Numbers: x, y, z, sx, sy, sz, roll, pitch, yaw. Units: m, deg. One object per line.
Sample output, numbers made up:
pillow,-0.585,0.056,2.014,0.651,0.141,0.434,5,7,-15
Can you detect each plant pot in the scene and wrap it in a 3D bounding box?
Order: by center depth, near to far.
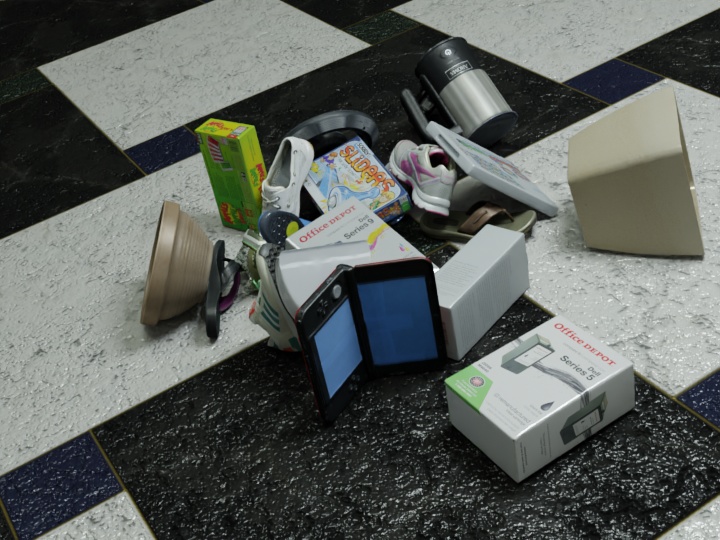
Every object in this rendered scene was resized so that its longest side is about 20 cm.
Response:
plant pot,0.427,-0.142,1.599,0.177,0.200,0.200,-11,34,21
plant pot,-0.292,-0.005,1.634,0.093,0.201,0.201,12,33,-14

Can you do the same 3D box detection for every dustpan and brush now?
dustpan and brush,-0.045,0.064,1.437,0.139,0.200,0.057,-8,3,-17

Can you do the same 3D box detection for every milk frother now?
milk frother,0.184,-0.307,1.950,0.180,0.200,0.188,-33,72,10

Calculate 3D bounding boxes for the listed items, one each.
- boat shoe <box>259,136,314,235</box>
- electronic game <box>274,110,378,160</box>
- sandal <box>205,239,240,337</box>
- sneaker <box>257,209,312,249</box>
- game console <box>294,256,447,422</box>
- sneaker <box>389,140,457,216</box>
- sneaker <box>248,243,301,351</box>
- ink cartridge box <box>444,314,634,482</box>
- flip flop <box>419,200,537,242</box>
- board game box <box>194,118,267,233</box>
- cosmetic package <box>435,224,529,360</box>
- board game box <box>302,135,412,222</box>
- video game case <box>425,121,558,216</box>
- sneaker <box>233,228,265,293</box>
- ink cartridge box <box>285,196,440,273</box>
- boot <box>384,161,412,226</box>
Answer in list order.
boat shoe,-0.143,-0.135,1.752,0.071,0.200,0.069,16,2,31
electronic game,-0.062,-0.226,1.856,0.200,0.200,0.042,-17,66,-8
sandal,-0.220,0.031,1.648,0.048,0.075,0.201,-1,44,-2
sneaker,-0.121,-0.060,1.666,0.078,0.066,0.200,16,0,31
game console,0.019,0.096,1.366,0.119,0.200,0.172,12,42,31
sneaker,0.117,-0.176,1.725,0.081,0.088,0.200,12,29,-31
sneaker,-0.132,0.047,1.488,0.093,0.200,0.070,-4,42,22
ink cartridge box,0.233,0.160,1.315,0.200,0.084,0.145,-28,38,-21
flip flop,0.193,-0.088,1.693,0.200,0.058,0.081,6,39,24
board game box,-0.216,-0.164,1.796,0.101,0.200,0.048,14,43,32
cosmetic package,0.167,0.029,1.502,0.071,0.102,0.200,18,44,36
board game box,-0.015,-0.141,1.754,0.135,0.034,0.200,-30,45,-7
video game case,0.223,-0.173,1.724,0.200,0.024,0.182,22,20,-32
sneaker,-0.148,0.012,1.670,0.089,0.077,0.200,-52,45,-1
ink cartridge box,0.000,0.000,1.553,0.145,0.088,0.200,-33,59,-27
boot,0.064,-0.133,1.795,0.200,0.074,0.096,-39,49,-20
